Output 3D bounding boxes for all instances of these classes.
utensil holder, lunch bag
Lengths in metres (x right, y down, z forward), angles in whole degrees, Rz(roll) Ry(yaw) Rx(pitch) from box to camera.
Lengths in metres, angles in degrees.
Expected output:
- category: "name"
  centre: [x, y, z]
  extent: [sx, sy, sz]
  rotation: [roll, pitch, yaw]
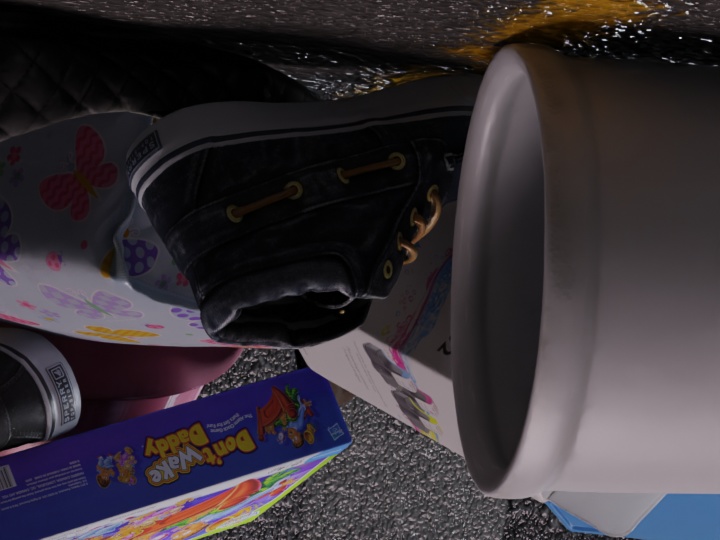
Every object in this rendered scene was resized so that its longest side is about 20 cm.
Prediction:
- category: "utensil holder"
  centre: [0.147, 0.005, 1.103]
  extent: [0.199, 0.171, 0.170]
  rotation: [3, 178, -9]
- category: "lunch bag"
  centre: [-0.096, -0.025, 1.344]
  extent: [0.169, 0.128, 0.200]
  rotation: [2, 166, 40]

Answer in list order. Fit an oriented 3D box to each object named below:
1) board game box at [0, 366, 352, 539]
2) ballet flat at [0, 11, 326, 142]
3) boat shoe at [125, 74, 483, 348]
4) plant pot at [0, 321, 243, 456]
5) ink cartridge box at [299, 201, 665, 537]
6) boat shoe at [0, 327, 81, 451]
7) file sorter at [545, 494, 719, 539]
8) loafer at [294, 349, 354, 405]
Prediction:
- category: "board game box"
  centre: [-0.121, 0.113, 1.450]
  extent: [0.199, 0.045, 0.134]
  rotation: [-16, 166, -30]
- category: "ballet flat"
  centre: [-0.091, -0.064, 1.166]
  extent: [0.200, 0.057, 0.066]
  rotation: [7, 174, -44]
- category: "boat shoe"
  centre: [0.003, -0.020, 1.178]
  extent: [0.200, 0.091, 0.071]
  rotation: [-9, 155, -35]
- category: "plant pot"
  centre: [-0.166, 0.044, 1.567]
  extent: [0.199, 0.179, 0.200]
  rotation: [13, -150, -8]
- category: "ink cartridge box"
  centre: [0.068, 0.020, 1.239]
  extent: [0.200, 0.115, 0.068]
  rotation: [28, 154, 43]
- category: "boat shoe"
  centre: [-0.215, 0.066, 1.429]
  extent: [0.068, 0.074, 0.199]
  rotation: [-25, -160, -34]
- category: "file sorter"
  centre: [0.138, 0.035, 1.445]
  extent: [0.138, 0.123, 0.200]
  rotation: [2, 147, 36]
- category: "loafer"
  centre: [0.000, 0.000, 1.466]
  extent: [0.071, 0.073, 0.200]
  rotation: [-6, 142, -7]
